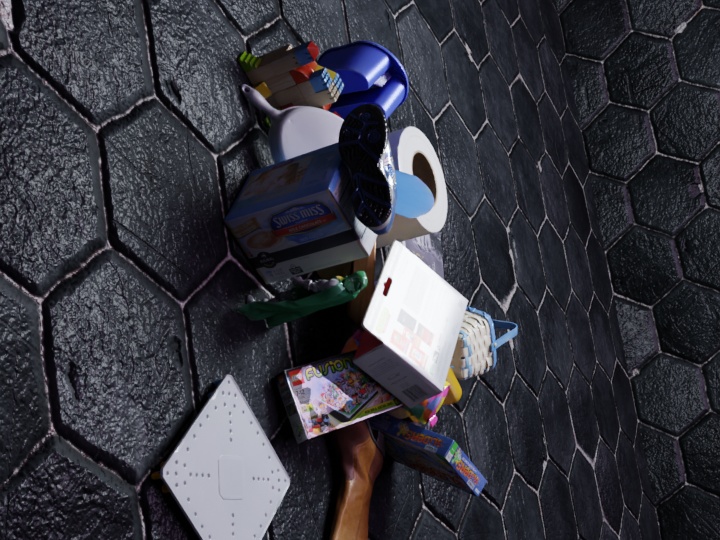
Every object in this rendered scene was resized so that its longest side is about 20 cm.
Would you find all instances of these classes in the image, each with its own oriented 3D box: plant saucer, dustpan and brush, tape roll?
[{"bbox_3d":[0.000,0.000,1.619,0.200,0.037,0.204,-177,-90,-87],"label":"plant saucer"},{"bbox_3d":[-0.114,-0.232,1.516,0.200,0.057,0.140,43,78,-12],"label":"dustpan and brush"},{"bbox_3d":[0.063,-0.155,1.783,0.202,0.137,0.206,34,50,-52],"label":"tape roll"}]

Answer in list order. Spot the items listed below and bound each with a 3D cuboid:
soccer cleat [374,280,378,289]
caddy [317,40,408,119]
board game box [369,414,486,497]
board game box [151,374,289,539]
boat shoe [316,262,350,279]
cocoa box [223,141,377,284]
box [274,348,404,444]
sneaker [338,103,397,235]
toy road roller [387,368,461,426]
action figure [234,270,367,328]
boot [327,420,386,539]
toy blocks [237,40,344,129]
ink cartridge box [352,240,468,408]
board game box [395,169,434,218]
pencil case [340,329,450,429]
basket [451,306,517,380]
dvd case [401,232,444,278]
[{"bbox_3d":[0.062,0.070,1.661,0.201,0.082,0.066,-115,-154,-64],"label":"soccer cleat"},{"bbox_3d":[-0.007,-0.331,1.686,0.142,0.198,0.106,56,52,-30],"label":"caddy"},{"bbox_3d":[0.105,0.308,1.604,0.035,0.198,0.136,-55,130,-20],"label":"board game box"},{"bbox_3d":[-0.182,0.280,1.267,0.202,0.026,0.201,64,30,-23],"label":"board game box"},{"bbox_3d":[-0.061,-0.074,1.592,0.070,0.070,0.203,-91,167,-62],"label":"boat shoe"},{"bbox_3d":[-0.080,-0.089,1.428,0.132,0.197,0.134,57,35,-30],"label":"cocoa box"},{"bbox_3d":[-0.030,0.189,1.472,0.198,0.035,0.112,-13,77,-38],"label":"box"},{"bbox_3d":[0.012,-0.144,1.357,0.077,0.074,0.204,59,26,-66],"label":"sneaker"},{"bbox_3d":[0.118,0.197,1.712,0.124,0.144,0.200,62,30,-12],"label":"toy road roller"},{"bbox_3d":[-0.074,0.036,1.387,0.118,0.197,0.056,14,65,-59],"label":"action figure"},{"bbox_3d":[-0.031,0.334,1.507,0.189,0.067,0.203,53,43,-49],"label":"boot"},{"bbox_3d":[-0.093,-0.297,1.562,0.201,0.135,0.101,59,33,-29],"label":"toy blocks"},{"bbox_3d":[0.069,0.083,1.519,0.175,0.084,0.202,40,45,-17],"label":"ink cartridge box"},{"bbox_3d":[0.027,-0.130,1.606,0.159,0.197,0.039,-73,-178,-58],"label":"board game box"},{"bbox_3d":[0.055,0.182,1.586,0.198,0.089,0.088,33,31,9],"label":"pencil case"},{"bbox_3d":[0.197,0.134,1.880,0.199,0.174,0.142,-32,121,-46],"label":"basket"},{"bbox_3d":[0.125,-0.042,1.975,0.199,0.016,0.151,23,59,-56],"label":"dvd case"}]
